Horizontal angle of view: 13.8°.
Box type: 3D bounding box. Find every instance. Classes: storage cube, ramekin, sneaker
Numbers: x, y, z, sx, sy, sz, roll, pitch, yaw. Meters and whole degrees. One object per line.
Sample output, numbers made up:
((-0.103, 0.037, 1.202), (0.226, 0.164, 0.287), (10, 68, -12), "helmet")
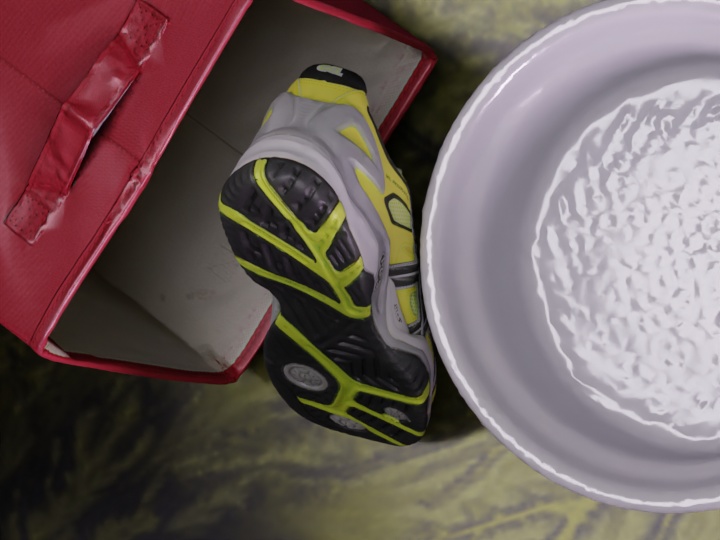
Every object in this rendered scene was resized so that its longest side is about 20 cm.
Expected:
((-0.109, -0.075, 1.221), (0.179, 0.200, 0.171), (36, 99, 22), "storage cube")
((0.131, -0.006, 1.189), (0.199, 0.098, 0.202), (-1, 88, 17), "ramekin")
((0.000, 0.000, 1.197), (0.075, 0.200, 0.077), (13, 57, 17), "sneaker")
